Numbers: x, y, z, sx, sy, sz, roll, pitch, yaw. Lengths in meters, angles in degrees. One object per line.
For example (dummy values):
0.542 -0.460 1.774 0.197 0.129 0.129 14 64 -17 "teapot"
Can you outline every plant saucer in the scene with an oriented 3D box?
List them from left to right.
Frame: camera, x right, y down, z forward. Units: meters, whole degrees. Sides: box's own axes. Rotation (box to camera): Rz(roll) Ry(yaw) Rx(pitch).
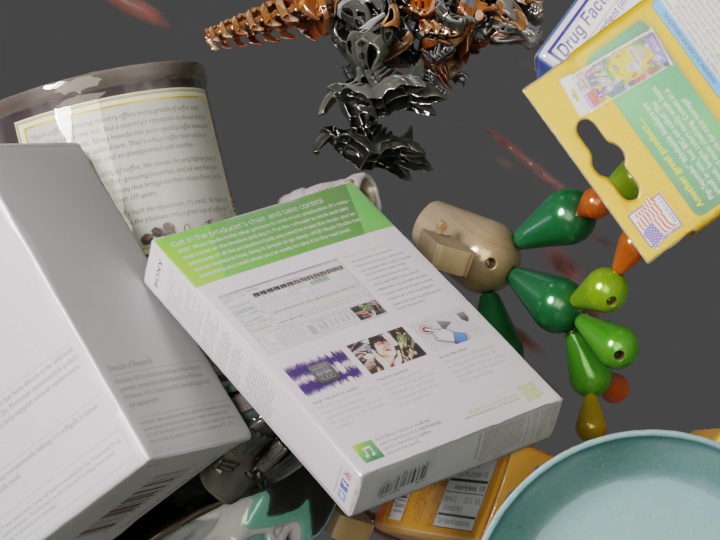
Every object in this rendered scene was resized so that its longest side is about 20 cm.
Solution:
0.154 0.185 1.404 0.199 0.036 0.201 0 88 2 "plant saucer"

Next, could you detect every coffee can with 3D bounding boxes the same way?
-0.141 -0.010 1.577 0.145 0.146 0.201 -14 85 2 "coffee can"

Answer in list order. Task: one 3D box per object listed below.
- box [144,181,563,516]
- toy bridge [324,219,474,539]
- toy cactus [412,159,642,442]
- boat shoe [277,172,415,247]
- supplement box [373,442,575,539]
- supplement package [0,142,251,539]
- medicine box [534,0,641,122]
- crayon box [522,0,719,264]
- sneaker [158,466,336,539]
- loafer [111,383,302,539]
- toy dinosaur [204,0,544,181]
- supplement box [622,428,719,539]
-0.006 0.038 1.436 0.144 0.036 0.200 -17 51 -35 "box"
0.017 0.063 1.599 0.027 0.067 0.201 15 102 -23 "toy bridge"
0.109 0.006 1.598 0.165 0.102 0.201 32 108 27 "toy cactus"
0.000 0.000 1.551 0.069 0.200 0.071 -30 125 8 "boat shoe"
0.073 0.136 1.523 0.066 0.200 0.069 23 83 -15 "supplement box"
-0.174 0.043 1.449 0.117 0.117 0.201 -36 78 24 "supplement package"
0.235 -0.138 1.589 0.200 0.103 0.183 37 88 5 "medicine box"
0.208 -0.110 1.512 0.200 0.052 0.126 -36 85 -1 "crayon box"
-0.109 0.180 1.576 0.200 0.139 0.078 -53 124 -29 "sneaker"
-0.087 0.119 1.511 0.199 0.072 0.063 -26 51 27 "loafer"
0.012 -0.137 1.619 0.199 0.102 0.136 -10 61 15 "toy dinosaur"
0.230 0.207 1.517 0.200 0.197 0.133 43 89 4 "supplement box"
